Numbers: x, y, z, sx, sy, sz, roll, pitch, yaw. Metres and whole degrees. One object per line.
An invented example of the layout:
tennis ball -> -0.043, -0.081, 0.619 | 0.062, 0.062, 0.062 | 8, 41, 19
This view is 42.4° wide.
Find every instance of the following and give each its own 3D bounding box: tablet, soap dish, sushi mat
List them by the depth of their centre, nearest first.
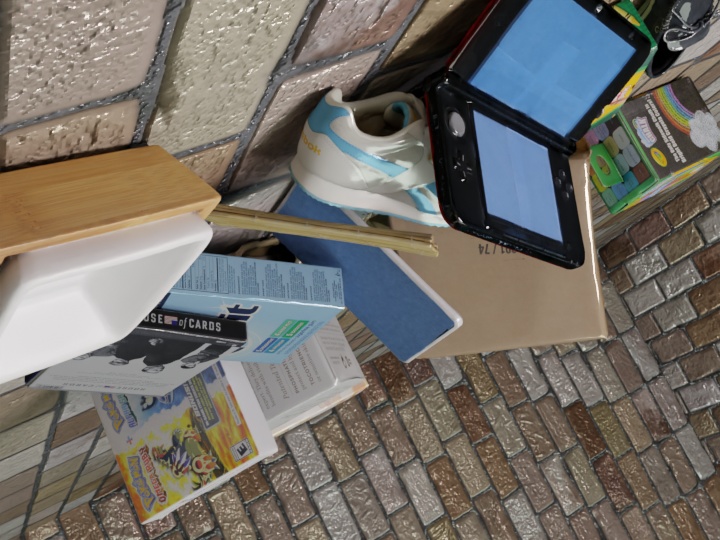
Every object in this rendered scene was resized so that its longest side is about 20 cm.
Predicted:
soap dish -> -0.203, -0.001, 0.624 | 0.156, 0.082, 0.200 | -20, 167, -42
sushi mat -> -0.034, -0.033, 0.755 | 0.196, 0.012, 0.096 | 8, 176, 6
tablet -> 0.000, 0.000, 0.882 | 0.014, 0.200, 0.130 | -45, -179, -31

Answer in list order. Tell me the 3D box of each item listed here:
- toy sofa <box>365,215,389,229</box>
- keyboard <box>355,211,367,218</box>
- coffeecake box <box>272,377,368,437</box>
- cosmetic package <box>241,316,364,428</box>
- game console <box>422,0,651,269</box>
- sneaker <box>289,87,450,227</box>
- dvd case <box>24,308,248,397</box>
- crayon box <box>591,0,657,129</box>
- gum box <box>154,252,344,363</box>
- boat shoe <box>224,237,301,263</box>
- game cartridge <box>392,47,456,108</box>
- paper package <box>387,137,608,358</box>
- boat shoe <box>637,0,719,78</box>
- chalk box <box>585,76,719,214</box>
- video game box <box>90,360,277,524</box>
toy sofa -> 0.100, -0.070, 1.066 | 0.082, 0.098, 0.200 | -28, 172, -37
keyboard -> -0.015, -0.077, 0.995 | 0.056, 0.011, 0.199 | -38, 169, 16
coffeecake box -> -0.109, 0.174, 1.562 | 0.197, 0.155, 0.073 | -24, 171, -20
cosmetic package -> -0.127, 0.108, 1.145 | 0.198, 0.168, 0.167 | -29, 171, 8
game console -> 0.152, -0.111, 0.723 | 0.118, 0.176, 0.198 | -21, 156, 38
sneaker -> 0.046, -0.090, 0.737 | 0.197, 0.077, 0.082 | 3, 130, -30
dvd case -> -0.218, 0.081, 0.888 | 0.148, 0.025, 0.199 | 10, 154, -34
crayon box -> 0.214, -0.184, 0.939 | 0.117, 0.059, 0.200 | -28, 170, 0
gum box -> -0.139, 0.040, 0.901 | 0.197, 0.045, 0.170 | 7, 154, -27
boat shoe -> -0.076, -0.005, 1.005 | 0.065, 0.073, 0.198 | -34, 164, 37
game cartridge -> 0.056, -0.134, 0.823 | 0.198, 0.041, 0.133 | -32, 174, 19
paper package -> 0.137, -0.023, 0.923 | 0.196, 0.194, 0.104 | -7, -161, 13
boat shoe -> 0.306, -0.246, 0.877 | 0.074, 0.063, 0.200 | -24, 168, -12
chalk box -> 0.399, -0.172, 1.333 | 0.197, 0.126, 0.124 | -23, 169, -24
video game box -> -0.207, 0.150, 1.034 | 0.181, 0.203, 0.047 | -33, 165, 23
